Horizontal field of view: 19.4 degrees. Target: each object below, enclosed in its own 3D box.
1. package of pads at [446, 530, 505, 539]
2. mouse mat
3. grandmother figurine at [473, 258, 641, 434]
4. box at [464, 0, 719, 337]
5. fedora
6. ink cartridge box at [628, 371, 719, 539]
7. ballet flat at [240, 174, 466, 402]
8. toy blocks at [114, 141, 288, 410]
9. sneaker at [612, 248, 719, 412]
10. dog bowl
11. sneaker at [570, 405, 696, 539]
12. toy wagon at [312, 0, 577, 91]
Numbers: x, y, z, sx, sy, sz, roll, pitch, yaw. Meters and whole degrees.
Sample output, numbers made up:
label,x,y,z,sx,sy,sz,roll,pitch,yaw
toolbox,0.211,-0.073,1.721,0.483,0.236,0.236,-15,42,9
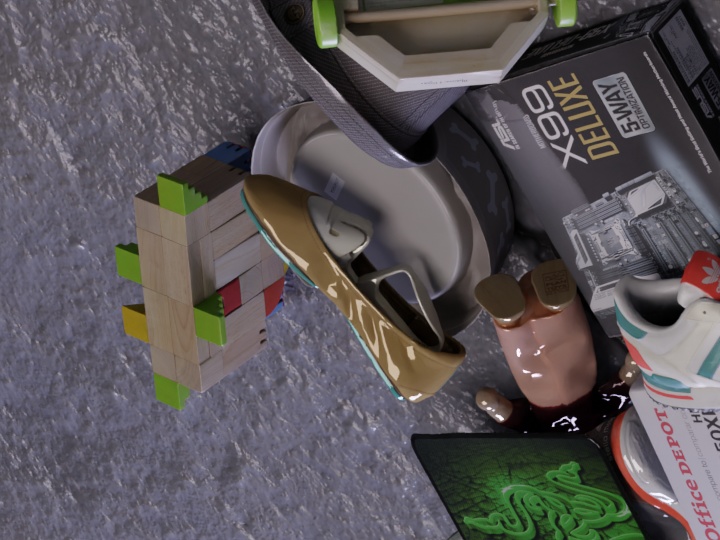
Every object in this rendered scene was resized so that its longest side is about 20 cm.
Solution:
label,x,y,z,sx,sy,sz,roll,pitch,yaw
package of pads,0.162,0.256,1.615,0.200,0.068,0.155,43,142,2
mouse mat,0.130,0.181,1.504,0.200,0.008,0.161,-6,118,51
grandmother figurine,0.142,0.079,1.469,0.121,0.061,0.200,-8,134,11
box,0.179,-0.060,1.333,0.157,0.050,0.200,-13,116,46
fedora,0.010,-0.163,1.332,0.090,0.201,0.177,-37,142,19
ink cartridge box,0.293,0.109,1.355,0.199,0.084,0.145,-4,120,44
ballet flat,0.000,0.000,1.458,0.063,0.069,0.200,-35,102,23
toy blocks,-0.098,-0.011,1.564,0.100,0.137,0.201,20,129,33
sneaker,0.236,0.033,1.270,0.199,0.070,0.094,-3,131,46
dog bowl,0.020,-0.047,1.480,0.199,0.059,0.201,23,136,25
sneaker,0.217,0.176,1.476,0.082,0.077,0.200,-20,113,40
toy wagon,0.043,-0.207,1.258,0.040,0.154,0.201,101,163,-73
